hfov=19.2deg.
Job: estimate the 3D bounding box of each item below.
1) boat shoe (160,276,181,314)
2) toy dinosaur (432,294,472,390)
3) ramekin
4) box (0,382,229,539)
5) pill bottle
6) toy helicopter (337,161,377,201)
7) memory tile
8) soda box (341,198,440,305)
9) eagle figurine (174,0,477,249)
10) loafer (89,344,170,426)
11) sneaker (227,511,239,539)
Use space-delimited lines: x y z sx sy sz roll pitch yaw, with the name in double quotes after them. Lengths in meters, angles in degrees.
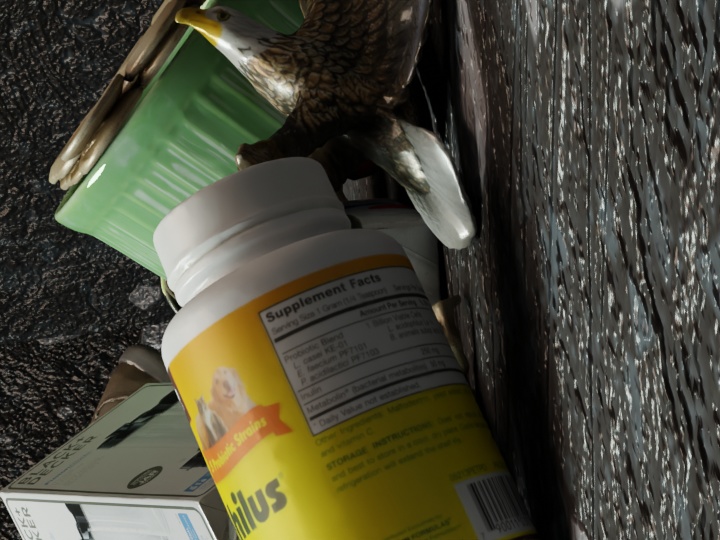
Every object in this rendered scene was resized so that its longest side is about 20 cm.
-0.086 0.004 1.243 0.202 0.060 0.073 -107 17 -53 "boat shoe"
0.038 0.068 0.986 0.200 0.058 0.102 -2 -110 -88 "toy dinosaur"
-0.068 -0.082 1.141 0.200 0.097 0.200 -53 10 13 "ramekin"
-0.086 0.110 1.087 0.199 0.116 0.060 -5 116 54 "box"
-0.010 0.060 0.847 0.109 0.109 0.201 100 147 -72 "pill bottle"
-0.016 0.005 1.310 0.132 0.078 0.201 109 142 -65 "toy helicopter"
-0.112 -0.109 1.093 0.154 0.017 0.200 -57 9 -7 "memory tile"
0.000 0.000 1.148 0.200 0.063 0.069 -142 48 -83 "soda box"
-0.010 -0.104 0.973 0.151 0.151 0.201 -12 46 46 "eagle figurine"
-0.086 0.129 1.292 0.199 0.071 0.073 35 162 23 "loafer"
-0.047 0.148 0.926 0.083 0.076 0.202 1 86 40 "sneaker"
